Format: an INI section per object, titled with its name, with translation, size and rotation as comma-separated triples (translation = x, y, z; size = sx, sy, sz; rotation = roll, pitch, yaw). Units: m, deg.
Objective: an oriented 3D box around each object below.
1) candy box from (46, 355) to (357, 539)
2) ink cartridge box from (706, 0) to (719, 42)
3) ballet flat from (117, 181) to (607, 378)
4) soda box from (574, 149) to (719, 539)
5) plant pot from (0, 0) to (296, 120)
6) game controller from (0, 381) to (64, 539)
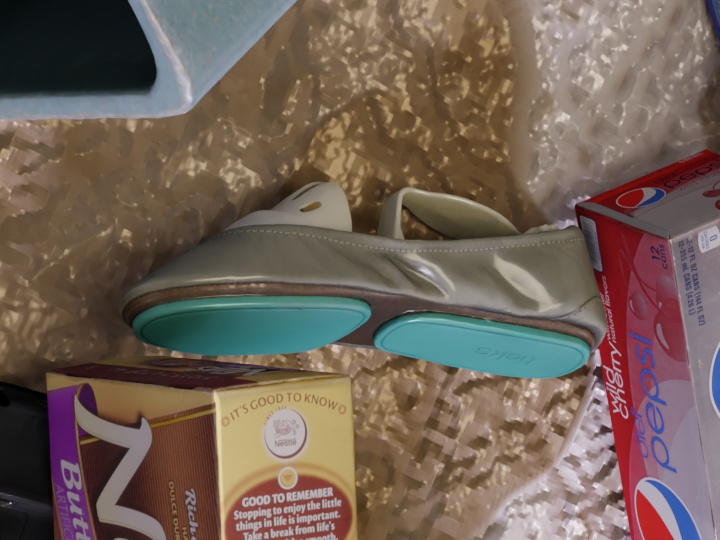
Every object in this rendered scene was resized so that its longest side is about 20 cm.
[candy box]
translation = -0.049, 0.131, 0.897
size = 0.056, 0.116, 0.202
rotation = -6, 95, -32
[ink cartridge box]
translation = 0.221, -0.089, 1.100
size = 0.199, 0.076, 0.137
rotation = -29, 110, -22
[ballet flat]
translation = 0.000, 0.000, 0.999
size = 0.199, 0.067, 0.064
rotation = 6, 67, -31
[soda box]
translation = 0.140, 0.061, 1.068
size = 0.070, 0.063, 0.201
rotation = -22, 114, -26
[plant pot]
translation = -0.081, -0.181, 0.852
size = 0.200, 0.195, 0.197
rotation = -40, 115, -31
[game controller]
translation = -0.157, 0.082, 0.930
size = 0.199, 0.042, 0.105
rotation = 18, 102, -30
